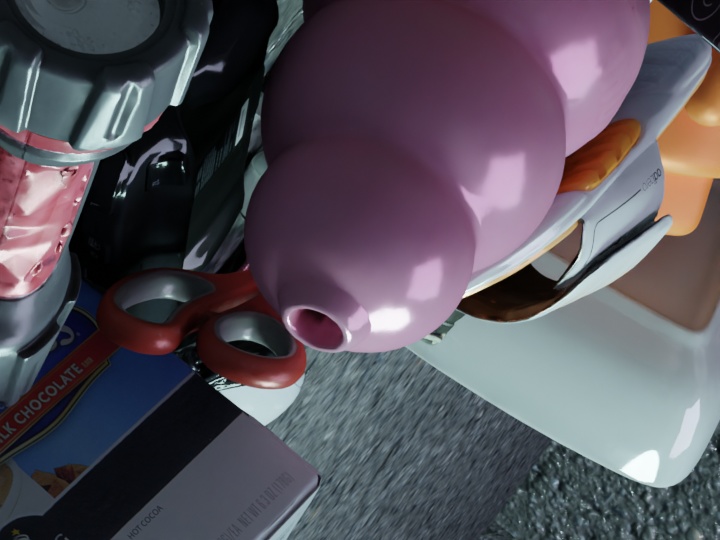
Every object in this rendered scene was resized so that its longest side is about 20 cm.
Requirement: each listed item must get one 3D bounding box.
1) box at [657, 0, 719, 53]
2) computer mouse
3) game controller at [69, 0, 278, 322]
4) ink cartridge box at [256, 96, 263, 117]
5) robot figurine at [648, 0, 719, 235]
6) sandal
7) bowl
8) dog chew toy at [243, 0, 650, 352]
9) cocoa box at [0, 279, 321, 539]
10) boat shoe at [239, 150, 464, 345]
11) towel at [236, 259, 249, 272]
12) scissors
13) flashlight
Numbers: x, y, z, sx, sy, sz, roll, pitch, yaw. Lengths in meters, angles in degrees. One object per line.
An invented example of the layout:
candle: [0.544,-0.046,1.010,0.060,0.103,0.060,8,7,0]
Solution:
box: [0.213,-0.136,1.015,0.200,0.132,0.115,-52,-152,6]
computer mouse: [-0.060,0.050,1.253,0.109,0.044,0.200,-25,176,9]
game controller: [-0.069,-0.033,1.016,0.105,0.042,0.200,-63,177,-22]
ink cartridge box: [0.061,-0.115,1.149,0.200,0.084,0.145,-53,171,10]
robot figurine: [0.146,-0.120,1.355,0.144,0.116,0.201,-41,145,-75]
sandal: [0.088,-0.026,1.087,0.079,0.059,0.207,-11,-159,40]
bowl: [0.113,-0.008,1.432,0.075,0.199,0.200,-59,180,40]
dog chew toy: [0.023,-0.055,0.985,0.201,0.124,0.125,-64,180,-34]
cocoa box: [-0.128,0.119,0.996,0.133,0.131,0.200,-43,168,-42]
boat shoe: [0.000,0.000,1.236,0.064,0.071,0.200,-53,151,11]
towel: [0.010,-0.056,1.334,0.200,0.030,0.146,-50,172,6]
scissors: [-0.031,0.002,1.021,0.200,0.073,0.014,-42,149,-67]
flashlight: [-0.095,-0.024,0.806,0.067,0.068,0.200,-15,155,-27]
